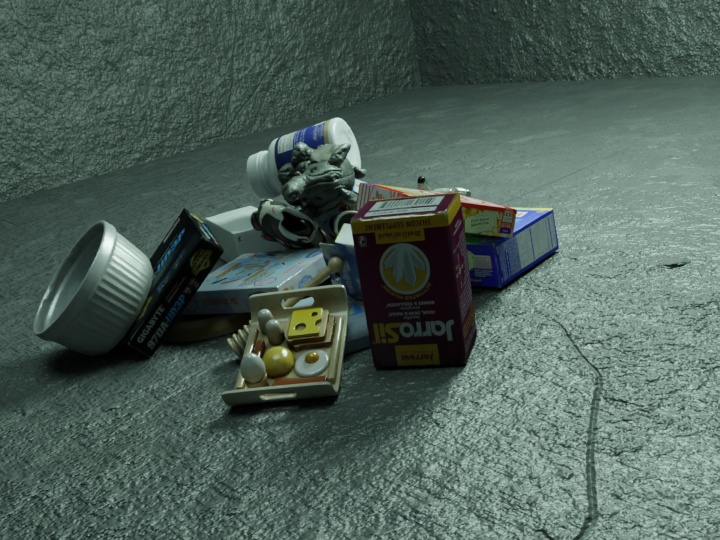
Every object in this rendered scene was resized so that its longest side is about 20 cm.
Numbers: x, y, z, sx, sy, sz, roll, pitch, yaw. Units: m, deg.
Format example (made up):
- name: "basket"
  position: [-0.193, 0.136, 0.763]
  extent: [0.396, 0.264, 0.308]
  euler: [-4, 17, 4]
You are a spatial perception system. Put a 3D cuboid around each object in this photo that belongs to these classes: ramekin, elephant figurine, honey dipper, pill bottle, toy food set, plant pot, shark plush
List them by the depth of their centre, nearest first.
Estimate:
- name: "toy food set"
  position: [-0.095, 0.092, 1.214]
  extent: [0.141, 0.061, 0.201]
  euler: [-7, 36, 11]
- name: "honey dipper"
  position: [-0.102, 0.051, 1.324]
  extent: [0.199, 0.038, 0.038]
  euler: [-39, 19, -2]
- name: "ramekin"
  position: [-0.408, 0.035, 1.447]
  extent: [0.200, 0.104, 0.202]
  euler: [-39, 32, 31]
- name: "plant pot"
  position: [-0.243, 0.065, 1.528]
  extent: [0.196, 0.028, 0.200]
  euler: [-10, 16, 3]
- name: "elephant figurine"
  position: [-0.058, -0.149, 1.581]
  extent: [0.156, 0.141, 0.200]
  euler: [-54, 17, -6]
- name: "shark plush"
  position: [0.145, -0.089, 1.662]
  extent: [0.082, 0.201, 0.092]
  euler: [-8, 60, -5]
- name: "pill bottle"
  position: [-0.110, -0.204, 1.771]
  extent: [0.197, 0.121, 0.120]
  euler: [-16, 13, 22]

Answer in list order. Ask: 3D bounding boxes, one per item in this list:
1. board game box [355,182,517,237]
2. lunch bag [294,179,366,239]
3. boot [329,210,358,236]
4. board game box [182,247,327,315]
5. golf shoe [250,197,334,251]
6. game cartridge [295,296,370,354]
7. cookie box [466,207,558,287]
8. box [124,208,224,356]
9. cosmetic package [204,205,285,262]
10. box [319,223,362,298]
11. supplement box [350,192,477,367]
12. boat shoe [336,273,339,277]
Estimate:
- name: "board game box"
  position: [0.114, -0.092, 1.417]
  extent: [0.197, 0.047, 0.151]
  euler: [5, 10, -29]
- name: "lunch bag"
  position: [-0.024, -0.104, 1.776]
  extent: [0.196, 0.126, 0.170]
  euler: [-10, 16, 0]
- name: "boot"
  position: [0.044, -0.061, 1.629]
  extent: [0.197, 0.074, 0.144]
  euler: [16, 2, -8]
- name: "board game box"
  position: [-0.160, 0.016, 1.509]
  extent: [0.197, 0.042, 0.200]
  euler: [-4, 18, 30]
- name: "golf shoe"
  position: [-0.096, -0.052, 1.600]
  extent: [0.199, 0.078, 0.088]
  euler: [31, -15, -33]
- name: "game cartridge"
  position: [-0.055, 0.078, 1.358]
  extent: [0.131, 0.041, 0.199]
  euler: [-13, 17, -22]
- name: "cookie box"
  position: [0.202, -0.042, 1.525]
  extent: [0.169, 0.077, 0.199]
  euler: [3, 20, 39]
- name: "box"
  position: [-0.299, 0.015, 1.454]
  extent: [0.201, 0.046, 0.159]
  euler: [-55, 27, 4]
- name: "cosmetic package"
  position: [-0.228, -0.067, 1.862]
  extent: [0.111, 0.083, 0.200]
  euler: [-17, 19, -20]
- name: "box"
  position: [0.048, -0.003, 1.345]
  extent: [0.197, 0.123, 0.048]
  euler: [9, 52, 22]
- name: "supplement box"
  position: [0.071, 0.012, 1.204]
  extent: [0.129, 0.203, 0.103]
  euler: [-5, 17, 17]
- name: "boat shoe"
  position: [0.000, 0.000, 1.540]
  extent: [0.066, 0.058, 0.200]
  euler: [-15, 17, -17]
